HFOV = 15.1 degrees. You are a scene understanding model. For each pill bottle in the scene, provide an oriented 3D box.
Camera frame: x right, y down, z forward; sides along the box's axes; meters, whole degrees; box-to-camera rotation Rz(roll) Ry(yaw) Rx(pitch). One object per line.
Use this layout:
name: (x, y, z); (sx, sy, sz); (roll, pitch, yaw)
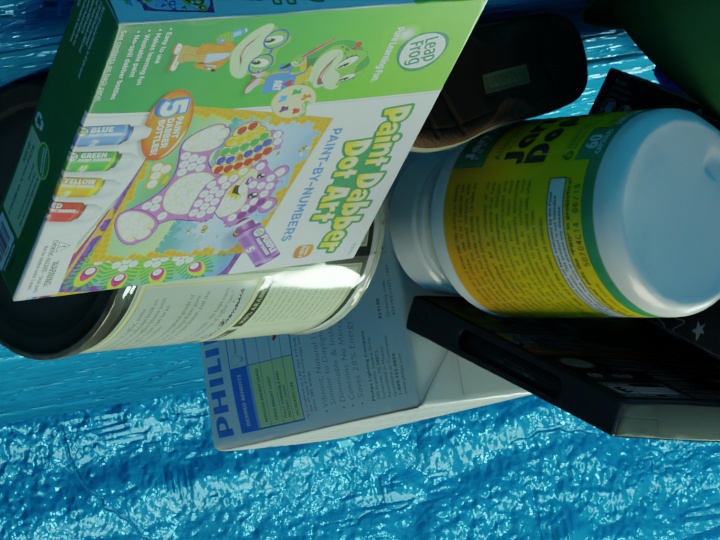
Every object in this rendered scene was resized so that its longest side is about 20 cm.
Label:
pill bottle: (0.111, -0.030, 1.513); (0.112, 0.114, 0.199); (-5, -178, -39)

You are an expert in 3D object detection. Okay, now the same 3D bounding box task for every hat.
hat: (0.224, -0.080, 1.467); (0.165, 0.177, 0.200); (-8, 173, -26)

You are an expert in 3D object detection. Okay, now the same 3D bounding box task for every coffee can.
coffee can: (-0.105, -0.030, 1.497); (0.146, 0.147, 0.199); (-16, 171, 42)

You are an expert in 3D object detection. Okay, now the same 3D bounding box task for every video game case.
video game case: (0.156, 0.058, 1.575); (0.199, 0.026, 0.180); (5, -165, -41)

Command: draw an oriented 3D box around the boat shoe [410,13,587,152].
boat shoe: (0.036, -0.099, 1.475); (0.075, 0.075, 0.202); (-9, 177, 44)

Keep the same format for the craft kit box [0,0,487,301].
craft kit box: (-0.062, -0.072, 1.306); (0.196, 0.049, 0.200); (-10, 146, -31)

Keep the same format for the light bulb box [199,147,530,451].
light bulb box: (0.000, 0.000, 1.700); (0.124, 0.200, 0.199); (-3, 172, -41)

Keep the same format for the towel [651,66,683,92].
towel: (0.290, -0.076, 1.699); (0.199, 0.050, 0.147); (27, 176, -37)

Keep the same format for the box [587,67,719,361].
box: (0.213, -0.019, 1.572); (0.114, 0.133, 0.200); (25, -177, -38)
